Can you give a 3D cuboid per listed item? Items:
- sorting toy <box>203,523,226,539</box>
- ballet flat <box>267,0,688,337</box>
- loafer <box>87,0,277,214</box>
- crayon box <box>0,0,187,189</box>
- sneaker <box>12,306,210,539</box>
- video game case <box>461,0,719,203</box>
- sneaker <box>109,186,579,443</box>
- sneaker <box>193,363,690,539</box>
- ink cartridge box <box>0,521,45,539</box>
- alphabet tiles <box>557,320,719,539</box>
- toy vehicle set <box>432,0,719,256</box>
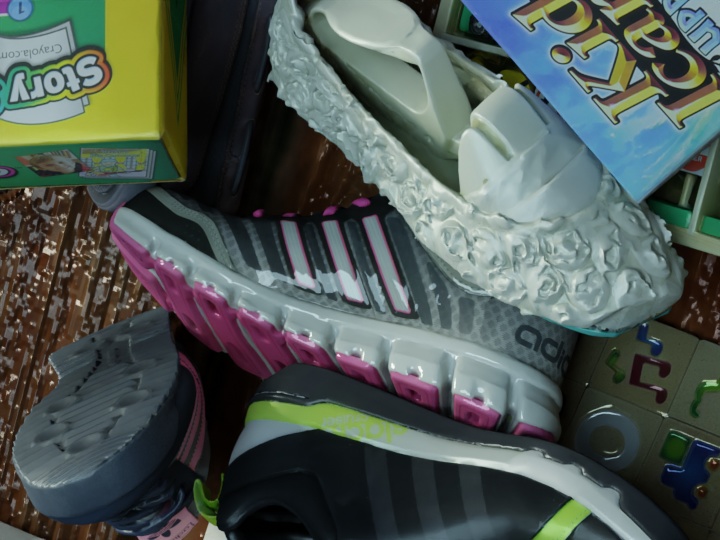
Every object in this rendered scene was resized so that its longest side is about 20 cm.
[{"bbox_3d":[-0.010,0.162,1.102,0.199,0.107,0.182,4,77,24],"label":"sorting toy"},{"bbox_3d":[0.033,-0.050,1.007,0.200,0.072,0.072,38,109,31],"label":"ballet flat"},{"bbox_3d":[-0.053,-0.115,1.110,0.072,0.063,0.201,38,112,60],"label":"loafer"},{"bbox_3d":[-0.167,-0.119,1.055,0.198,0.058,0.174,-2,76,6],"label":"crayon box"},{"bbox_3d":[-0.083,0.073,1.066,0.070,0.200,0.083,-20,101,6],"label":"sneaker"},{"bbox_3d":[0.097,-0.155,0.943,0.181,0.045,0.200,-41,91,28],"label":"video game case"},{"bbox_3d":[0.000,0.000,1.066,0.199,0.074,0.088,20,70,23],"label":"sneaker"},{"bbox_3d":[0.030,0.102,1.020,0.199,0.072,0.083,17,67,31],"label":"sneaker"},{"bbox_3d":[-0.233,0.185,1.205,0.175,0.045,0.201,20,103,11],"label":"ink cartridge box"},{"bbox_3d":[0.066,0.089,1.057,0.199,0.006,0.167,21,78,21],"label":"alphabet tiles"},{"bbox_3d":[0.115,-0.076,1.018,0.199,0.026,0.125,18,98,35],"label":"toy vehicle set"}]
